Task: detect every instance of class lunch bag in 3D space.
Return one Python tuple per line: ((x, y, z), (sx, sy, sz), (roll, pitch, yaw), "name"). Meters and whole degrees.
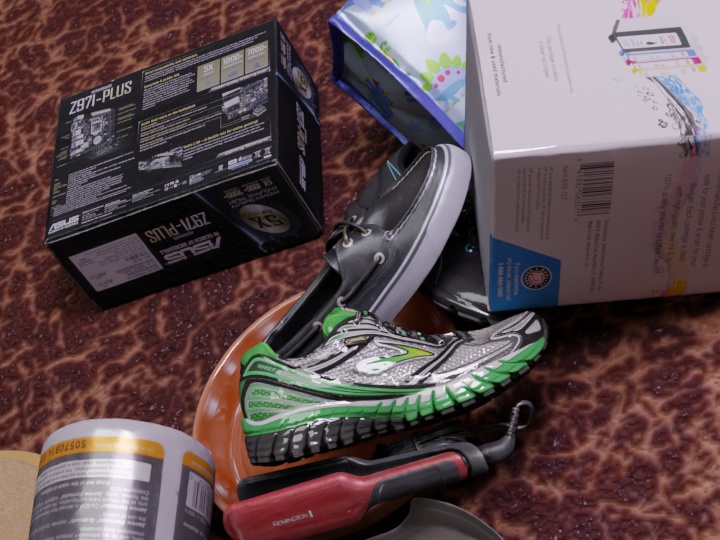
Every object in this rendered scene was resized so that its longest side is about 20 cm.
((0.102, -0.149, 1.182), (0.200, 0.128, 0.170), (41, 77, 15), "lunch bag")

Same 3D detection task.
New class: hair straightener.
((0.014, 0.113, 0.998), (0.199, 0.041, 0.077), (-23, 15, 15), "hair straightener")

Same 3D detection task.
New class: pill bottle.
((-0.154, 0.203, 1.020), (0.115, 0.116, 0.202), (-9, 59, 23), "pill bottle")

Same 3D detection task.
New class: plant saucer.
((-0.019, 0.094, 1.106), (0.199, 0.032, 0.201), (-15, 47, 17), "plant saucer")

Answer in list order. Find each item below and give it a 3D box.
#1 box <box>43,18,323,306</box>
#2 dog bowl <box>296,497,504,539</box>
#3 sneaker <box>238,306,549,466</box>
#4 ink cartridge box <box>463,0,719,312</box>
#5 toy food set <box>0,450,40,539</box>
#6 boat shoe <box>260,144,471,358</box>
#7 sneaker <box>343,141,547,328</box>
((-0.136, -0.083, 1.285), (0.199, 0.086, 0.165), (-18, 46, 15), "box")
((0.015, 0.232, 0.948), (0.199, 0.059, 0.201), (-16, 46, 17), "dog bowl")
((0.019, 0.057, 1.007), (0.198, 0.078, 0.086), (-14, 83, -3), "sneaker")
((0.170, -0.081, 1.023), (0.198, 0.148, 0.145), (-4, 50, -1), "ink cartridge box")
((-0.278, 0.199, 1.110), (0.197, 0.049, 0.200), (-21, 41, -20), "toy food set")
((0.000, 0.000, 1.062), (0.201, 0.056, 0.069), (-58, 22, 7), "boat shoe")
((0.061, -0.021, 1.113), (0.200, 0.075, 0.080), (39, 101, 44), "sneaker")
